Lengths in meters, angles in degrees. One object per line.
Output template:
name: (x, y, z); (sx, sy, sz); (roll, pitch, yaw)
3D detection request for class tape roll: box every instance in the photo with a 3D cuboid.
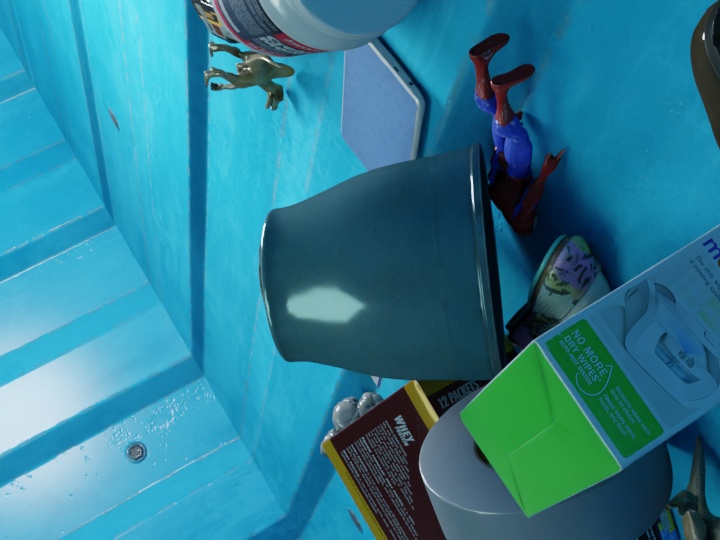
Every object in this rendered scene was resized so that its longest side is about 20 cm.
tape roll: (0.152, 0.159, 0.945); (0.200, 0.200, 0.066); (28, 142, 61)

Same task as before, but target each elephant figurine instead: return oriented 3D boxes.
elephant figurine: (0.021, 0.250, 1.614); (0.141, 0.155, 0.200); (14, 163, 6)

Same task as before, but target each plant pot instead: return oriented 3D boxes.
plant pot: (0.020, 0.002, 0.968); (0.200, 0.188, 0.200); (-6, -90, -80)

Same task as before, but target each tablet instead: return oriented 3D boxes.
tablet: (0.020, -0.154, 1.159); (0.130, 0.014, 0.200); (54, 162, 23)

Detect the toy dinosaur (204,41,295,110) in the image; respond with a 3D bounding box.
toy dinosaur: (-0.126, -0.235, 1.317); (0.200, 0.101, 0.058); (109, 165, -84)

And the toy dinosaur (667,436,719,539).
toy dinosaur: (0.292, 0.230, 0.867); (0.200, 0.086, 0.136); (55, 169, 38)

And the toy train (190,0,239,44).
toy train: (-0.134, -0.302, 1.271); (0.200, 0.085, 0.114); (33, 160, 52)

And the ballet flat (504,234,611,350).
ballet flat: (0.170, 0.031, 0.948); (0.071, 0.069, 0.200); (39, 161, 11)

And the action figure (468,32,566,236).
action figure: (0.124, -0.094, 0.904); (0.065, 0.052, 0.200); (55, 167, 37)

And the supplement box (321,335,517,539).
supplement box: (0.100, 0.205, 1.171); (0.197, 0.133, 0.200); (59, 141, 10)

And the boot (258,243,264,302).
boot: (-0.001, -0.001, 1.135); (0.073, 0.200, 0.182); (51, 159, 33)

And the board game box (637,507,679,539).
board game box: (0.214, 0.288, 1.025); (0.057, 0.165, 0.200); (23, 137, 63)

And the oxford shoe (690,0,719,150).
oxford shoe: (0.241, -0.058, 0.620); (0.084, 0.073, 0.200); (-154, 39, -86)

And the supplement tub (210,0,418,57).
supplement tub: (-0.040, -0.255, 0.968); (0.200, 0.140, 0.140); (19, 134, 66)

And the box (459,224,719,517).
box: (0.180, 0.067, 0.770); (0.097, 0.176, 0.200); (57, 161, 13)

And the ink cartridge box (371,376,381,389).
ink cartridge box: (-0.010, 0.052, 1.509); (0.200, 0.039, 0.099); (57, 162, 20)
